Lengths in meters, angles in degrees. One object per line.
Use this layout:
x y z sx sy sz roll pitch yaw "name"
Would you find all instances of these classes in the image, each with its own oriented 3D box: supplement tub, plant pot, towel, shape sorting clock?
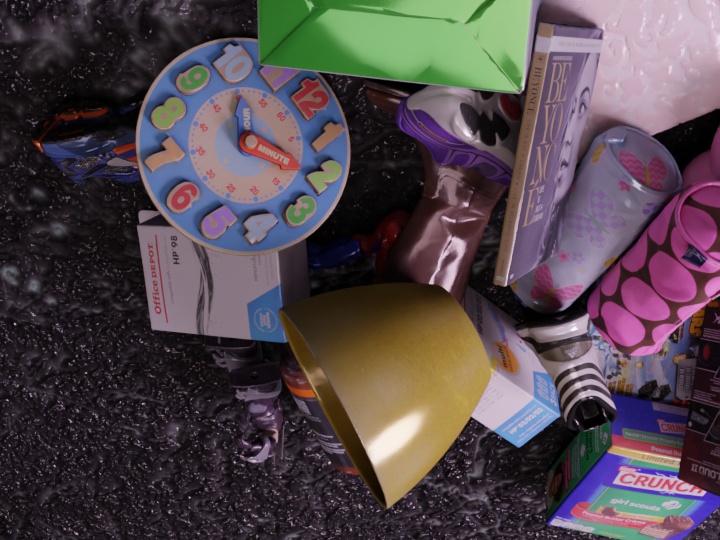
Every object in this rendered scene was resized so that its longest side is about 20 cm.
-0.024 0.128 1.010 0.106 0.107 0.201 -14 123 16 "supplement tub"
0.033 0.090 0.815 0.141 0.200 0.201 -28 123 -11 "plant pot"
0.222 -0.204 0.792 0.190 0.032 0.201 -21 120 21 "towel"
-0.105 -0.115 0.820 0.199 0.201 0.039 28 166 -14 "shape sorting clock"

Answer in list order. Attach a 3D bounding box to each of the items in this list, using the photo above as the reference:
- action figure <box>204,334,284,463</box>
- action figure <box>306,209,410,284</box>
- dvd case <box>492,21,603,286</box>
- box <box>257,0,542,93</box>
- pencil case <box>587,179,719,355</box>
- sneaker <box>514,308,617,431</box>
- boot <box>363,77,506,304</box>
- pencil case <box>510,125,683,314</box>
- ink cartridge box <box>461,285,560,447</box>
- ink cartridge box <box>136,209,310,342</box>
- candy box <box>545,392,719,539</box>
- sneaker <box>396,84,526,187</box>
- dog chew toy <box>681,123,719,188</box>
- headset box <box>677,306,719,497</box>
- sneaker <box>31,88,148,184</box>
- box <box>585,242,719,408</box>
-0.119 0.137 0.994 0.069 0.131 0.201 -15 149 -8 "action figure"
0.000 0.000 0.938 0.198 0.065 0.100 -20 107 20 "action figure"
0.157 -0.098 0.736 0.016 0.148 0.202 15 108 26 "dvd case"
0.040 -0.212 0.695 0.198 0.177 0.098 9 118 12 "box"
0.280 0.009 0.809 0.094 0.090 0.200 51 158 16 "pencil case"
0.206 0.102 0.901 0.075 0.200 0.117 -15 85 9 "sneaker"
0.051 -0.064 0.849 0.185 0.064 0.201 20 108 -18 "boot"
0.215 -0.045 0.854 0.091 0.083 0.200 46 137 11 "pencil case"
0.116 0.084 0.957 0.199 0.116 0.068 34 122 -18 "ink cartridge box"
-0.155 0.003 0.916 0.198 0.067 0.117 3 109 21 "ink cartridge box"
0.329 0.239 1.045 0.167 0.078 0.201 12 137 -5 "candy box"
0.105 -0.116 0.774 0.083 0.082 0.199 -6 160 39 "sneaker"
0.351 -0.071 0.822 0.124 0.125 0.200 25 139 -11 "dog chew toy"
0.412 0.147 0.907 0.147 0.075 0.202 8 91 -26 "headset box"
-0.216 -0.128 0.880 0.198 0.076 0.079 -2 141 11 "sneaker"
0.312 0.063 0.967 0.135 0.040 0.202 3 126 6 "box"
